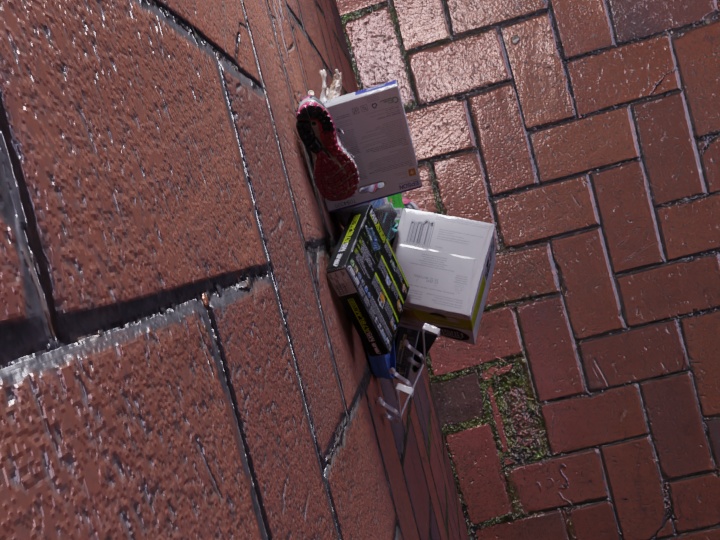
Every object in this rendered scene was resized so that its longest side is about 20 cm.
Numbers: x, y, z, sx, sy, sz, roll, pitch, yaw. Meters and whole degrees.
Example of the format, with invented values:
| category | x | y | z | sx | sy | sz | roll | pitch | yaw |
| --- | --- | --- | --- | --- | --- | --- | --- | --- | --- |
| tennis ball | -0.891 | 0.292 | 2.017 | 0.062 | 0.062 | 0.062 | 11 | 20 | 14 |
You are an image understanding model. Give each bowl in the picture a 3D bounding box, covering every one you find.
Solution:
| category | x | y | z | sx | sy | sz | roll | pitch | yaw |
| --- | --- | --- | --- | --- | --- | --- | --- | --- | --- |
| bowl | 0.038 | 0.128 | 1.570 | 0.201 | 0.038 | 0.206 | -9 | 90 | -82 |

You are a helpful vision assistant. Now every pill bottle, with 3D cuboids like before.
| category | x | y | z | sx | sy | sz | roll | pitch | yaw |
| --- | --- | --- | --- | --- | --- | --- | --- | --- | --- |
| pill bottle | -0.005 | -0.143 | 1.536 | 0.201 | 0.106 | 0.111 | 62 | 15 | -66 |

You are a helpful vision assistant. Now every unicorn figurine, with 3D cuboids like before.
| category | x | y | z | sx | sy | sz | roll | pitch | yaw |
| --- | --- | --- | --- | --- | --- | --- | --- | --- | --- |
| unicorn figurine | -0.069 | -0.301 | 1.463 | 0.200 | 0.072 | 0.141 | 91 | -4 | -77 |

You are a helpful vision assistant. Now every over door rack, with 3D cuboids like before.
| category | x | y | z | sx | sy | sz | roll | pitch | yaw |
| --- | --- | --- | --- | --- | --- | --- | --- | --- | --- |
| over door rack | 0.090 | 0.201 | 1.470 | 0.201 | 0.065 | 0.150 | 100 | 15 | -62 |

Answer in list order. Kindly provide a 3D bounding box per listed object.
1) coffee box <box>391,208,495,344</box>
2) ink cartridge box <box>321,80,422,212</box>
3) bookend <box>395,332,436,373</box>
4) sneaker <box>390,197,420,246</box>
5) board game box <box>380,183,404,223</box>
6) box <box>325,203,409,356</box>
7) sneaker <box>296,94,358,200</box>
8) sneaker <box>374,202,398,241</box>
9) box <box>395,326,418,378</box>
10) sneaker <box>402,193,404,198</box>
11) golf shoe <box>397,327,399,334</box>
| category | x | y | z | sx | sy | sz | roll | pitch | yaw |
| --- | --- | --- | --- | --- | --- | --- | --- | --- | --- |
| coffee box | 0.168 | 0.016 | 1.568 | 0.198 | 0.195 | 0.204 | 63 | 42 | -65 |
| ink cartridge box | 0.002 | -0.229 | 1.387 | 0.044 | 0.192 | 0.204 | -90 | 164 | -61 |
| bookend | 0.121 | 0.137 | 2.013 | 0.203 | 0.196 | 0.092 | -60 | 171 | 1 |
| sneaker | 0.091 | -0.082 | 1.718 | 0.203 | 0.079 | 0.075 | 96 | 20 | -43 |
| board game box | 0.034 | -0.134 | 1.705 | 0.200 | 0.039 | 0.157 | 137 | -54 | -58 |
| box | 0.019 | 0.016 | 1.344 | 0.202 | 0.047 | 0.195 | 62 | 27 | -30 |
| sneaker | -0.056 | -0.215 | 1.312 | 0.075 | 0.079 | 0.203 | -101 | 174 | -55 |
| sneaker | 0.039 | -0.068 | 1.512 | 0.078 | 0.090 | 0.201 | 57 | -14 | 21 |
| box | 0.123 | 0.146 | 1.842 | 0.159 | 0.050 | 0.203 | -71 | 171 | -52 |
| sneaker | 0.065 | -0.139 | 1.773 | 0.074 | 0.078 | 0.203 | 58 | -40 | 41 |
| golf shoe | 0.070 | 0.128 | 1.882 | 0.200 | 0.076 | 0.100 | -56 | 149 | -76 |
